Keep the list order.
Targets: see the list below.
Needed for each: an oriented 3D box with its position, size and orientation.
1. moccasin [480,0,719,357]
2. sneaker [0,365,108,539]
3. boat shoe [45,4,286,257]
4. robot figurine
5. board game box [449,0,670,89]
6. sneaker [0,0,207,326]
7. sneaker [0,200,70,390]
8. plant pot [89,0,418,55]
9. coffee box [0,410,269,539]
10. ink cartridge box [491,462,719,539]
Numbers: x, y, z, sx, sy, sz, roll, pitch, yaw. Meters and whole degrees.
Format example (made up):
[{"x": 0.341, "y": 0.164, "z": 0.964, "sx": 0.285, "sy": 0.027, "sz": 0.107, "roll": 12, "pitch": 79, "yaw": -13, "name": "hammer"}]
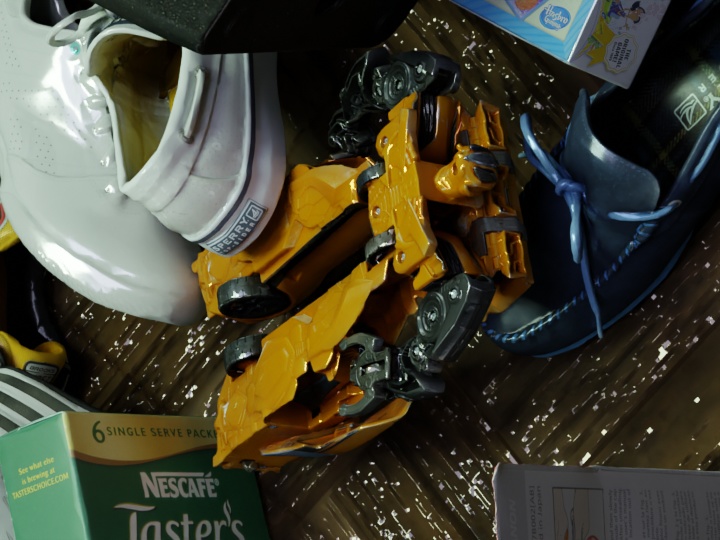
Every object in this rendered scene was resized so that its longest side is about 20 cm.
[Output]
[{"x": 0.102, "y": -0.051, "z": 0.944, "sx": 0.080, "sy": 0.068, "sz": 0.200, "roll": 48, "pitch": 113, "yaw": 29, "name": "moccasin"}, {"x": -0.122, "y": 0.132, "z": 1.086, "sx": 0.201, "sy": 0.115, "sz": 0.076, "roll": 60, "pitch": 162, "yaw": -9, "name": "sneaker"}, {"x": -0.088, "y": -0.093, "z": 1.032, "sx": 0.075, "sy": 0.086, "sz": 0.202, "roll": -44, "pitch": 35, "yaw": 31, "name": "boat shoe"}, {"x": 0.000, "y": 0.000, "z": 0.979, "sx": 0.200, "sy": 0.058, "sz": 0.145, "roll": -36, "pitch": 54, "yaw": 48, "name": "robot figurine"}, {"x": 0.065, "y": -0.166, "z": 0.962, "sx": 0.200, "sy": 0.034, "sz": 0.135, "roll": 37, "pitch": 105, "yaw": 52, "name": "board game box"}, {"x": -0.120, "y": -0.064, "z": 1.099, "sx": 0.200, "sy": 0.075, "sz": 0.089, "roll": 51, "pitch": 119, "yaw": 29, "name": "sneaker"}, {"x": -0.180, "y": 0.061, "z": 1.132, "sx": 0.082, "sy": 0.078, "sz": 0.201, "roll": -1, "pitch": 86, "yaw": 33, "name": "sneaker"}, {"x": -0.043, "y": -0.190, "z": 0.915, "sx": 0.177, "sy": 0.199, "sz": 0.200, "roll": 45, "pitch": 116, "yaw": 19, "name": "plant pot"}, {"x": -0.079, "y": 0.158, "z": 1.024, "sx": 0.044, "sy": 0.123, "sz": 0.201, "roll": -24, "pitch": 71, "yaw": 33, "name": "coffee box"}, {"x": 0.085, "y": 0.149, "z": 0.857, "sx": 0.050, "sy": 0.200, "sz": 0.161, "roll": -9, "pitch": 80, "yaw": 35, "name": "ink cartridge box"}]
